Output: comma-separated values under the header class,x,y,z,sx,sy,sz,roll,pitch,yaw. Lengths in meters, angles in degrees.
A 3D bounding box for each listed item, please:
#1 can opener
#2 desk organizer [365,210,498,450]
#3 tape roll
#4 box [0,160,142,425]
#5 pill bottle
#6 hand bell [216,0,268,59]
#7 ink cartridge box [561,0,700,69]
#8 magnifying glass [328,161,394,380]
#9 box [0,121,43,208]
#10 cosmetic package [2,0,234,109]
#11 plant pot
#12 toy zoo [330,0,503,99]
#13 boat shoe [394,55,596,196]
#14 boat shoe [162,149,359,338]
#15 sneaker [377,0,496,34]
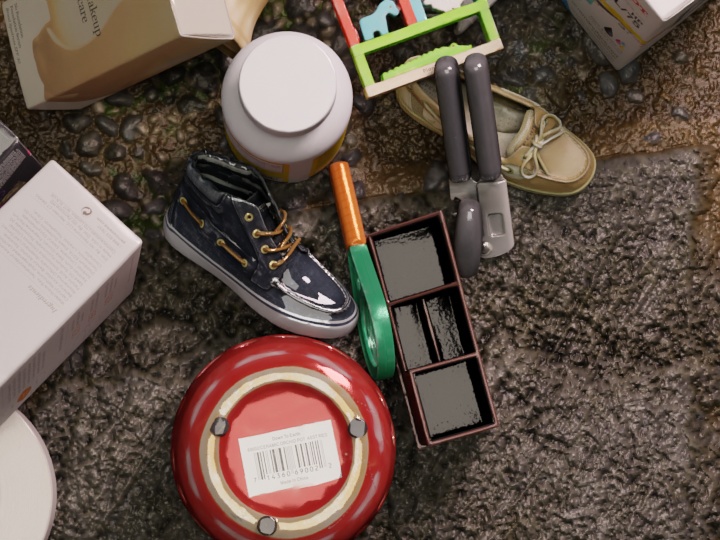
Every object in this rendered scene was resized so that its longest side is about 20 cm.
class,x,y,z,sx,sy,sz,roll,pitch,yaw
can opener,0.101,-0.092,1.570,0.052,0.067,0.201,-4,115,9
desk organizer,0.063,0.053,1.578,0.071,0.077,0.201,-15,86,-4
tape roll,-0.368,0.198,1.563,0.201,0.037,0.204,0,85,-3
box,-0.293,0.030,1.504,0.106,0.152,0.200,42,70,3
pill bottle,-0.064,-0.142,1.528,0.111,0.200,0.113,0,85,-4
hand bell,-0.076,-0.294,1.592,0.104,0.104,0.200,40,83,1
ink cartridge box,0.254,-0.293,1.560,0.146,0.200,0.147,-38,87,-6
magnifying glass,0.000,0.000,1.588,0.022,0.080,0.201,-8,75,-10
box,-0.351,-0.094,1.508,0.122,0.200,0.106,40,84,1
cosmetic package,-0.212,-0.216,1.536,0.199,0.071,0.106,-20,83,37
plant pot,-0.065,0.149,1.513,0.199,0.183,0.202,0,82,-3
toy zoo,0.032,-0.267,1.565,0.131,0.020,0.201,-21,90,-4
boat shoe,0.123,-0.132,1.606,0.200,0.063,0.073,33,84,1
boat shoe,-0.081,-0.022,1.552,0.200,0.091,0.071,31,43,8
sneaker,0.039,-0.294,1.613,0.200,0.075,0.116,43,86,0
